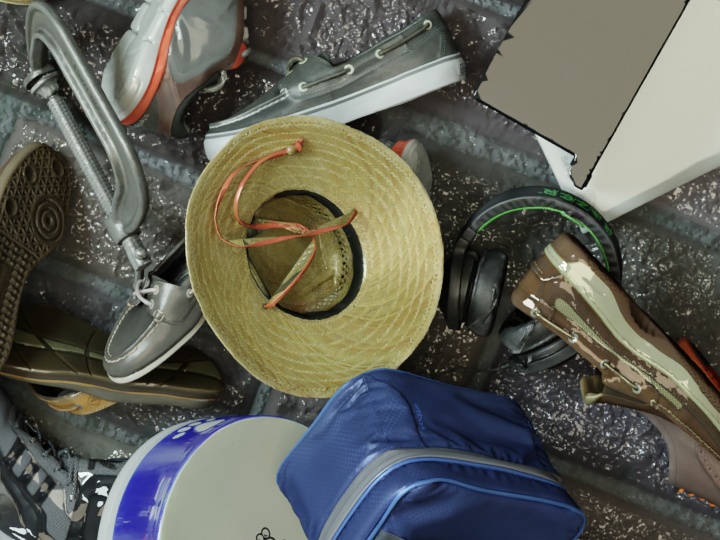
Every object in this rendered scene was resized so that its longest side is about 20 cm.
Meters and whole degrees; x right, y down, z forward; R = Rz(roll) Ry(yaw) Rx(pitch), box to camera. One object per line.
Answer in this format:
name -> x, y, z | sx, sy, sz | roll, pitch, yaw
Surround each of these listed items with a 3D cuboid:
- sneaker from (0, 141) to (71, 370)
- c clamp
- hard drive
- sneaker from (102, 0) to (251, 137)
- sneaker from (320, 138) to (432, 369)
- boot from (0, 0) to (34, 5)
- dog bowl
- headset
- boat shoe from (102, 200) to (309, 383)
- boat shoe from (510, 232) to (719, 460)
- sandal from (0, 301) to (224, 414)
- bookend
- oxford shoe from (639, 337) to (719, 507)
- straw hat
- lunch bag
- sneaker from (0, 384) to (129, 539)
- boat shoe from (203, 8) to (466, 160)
sneaker -> -0.274, -0.008, 1.669 | 0.075, 0.201, 0.071 | -8, 138, 34
c clamp -> -0.197, -0.090, 1.662 | 0.027, 0.171, 0.201 | -25, 83, -18
hard drive -> 0.222, -0.130, 1.688 | 0.199, 0.026, 0.133 | -27, 97, 5
sneaker -> -0.111, -0.187, 1.671 | 0.081, 0.077, 0.201 | 25, 102, -28
sneaker -> 0.000, 0.000, 1.701 | 0.081, 0.077, 0.202 | 9, 92, 16
boot -> -0.307, -0.245, 1.620 | 0.199, 0.155, 0.073 | 33, 98, -3
dog bowl -> -0.086, 0.205, 1.665 | 0.199, 0.079, 0.202 | 8, 78, -39
headset -> 0.107, 0.036, 1.682 | 0.123, 0.094, 0.201 | 31, 115, -3
boat shoe -> -0.121, -0.006, 1.674 | 0.200, 0.067, 0.057 | -44, 121, -14
boat shoe -> 0.186, 0.067, 1.641 | 0.075, 0.075, 0.202 | -43, 97, 7
sandal -> -0.201, 0.075, 1.708 | 0.198, 0.082, 0.055 | 12, 122, -15
bookend -> 0.121, -0.191, 1.628 | 0.198, 0.092, 0.201 | 29, 94, 5
oxford shoe -> 0.269, 0.150, 1.711 | 0.072, 0.071, 0.201 | -35, 86, 10
straw hat -> -0.046, -0.011, 1.632 | 0.199, 0.085, 0.203 | 0, 89, -25
lunch bag -> 0.057, 0.170, 1.621 | 0.199, 0.133, 0.136 | 14, 124, -36
sneaker -> -0.227, 0.142, 1.722 | 0.113, 0.076, 0.202 | -18, 104, 4
boat shoe -> -0.023, -0.132, 1.678 | 0.198, 0.069, 0.057 | -19, 95, -2
